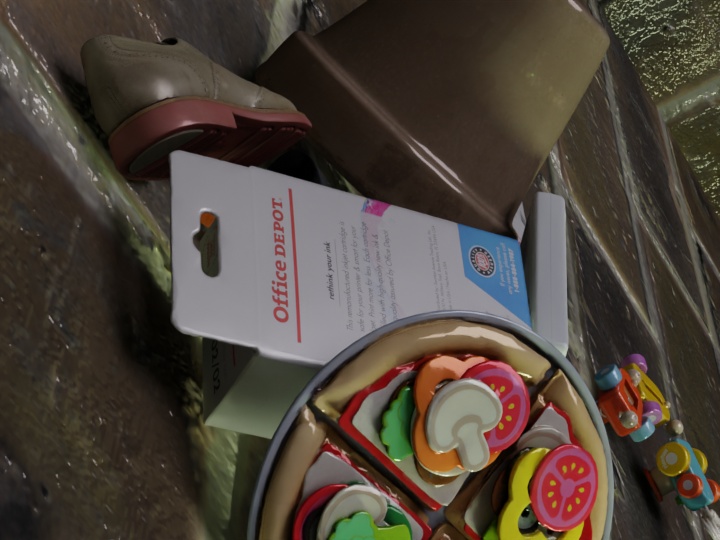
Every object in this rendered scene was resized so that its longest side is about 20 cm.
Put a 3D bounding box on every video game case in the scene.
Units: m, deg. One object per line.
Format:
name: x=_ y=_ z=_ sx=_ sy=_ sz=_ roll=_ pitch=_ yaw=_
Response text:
video game case: x=0.091 y=0.074 z=1.165 sx=0.200 sy=0.023 sz=0.183 roll=-80 pitch=-178 yaw=-64

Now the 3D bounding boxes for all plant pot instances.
plant pot: x=0.060 y=-0.120 z=1.240 sx=0.200 sy=0.175 sz=0.200 roll=42 pitch=8 yaw=-7

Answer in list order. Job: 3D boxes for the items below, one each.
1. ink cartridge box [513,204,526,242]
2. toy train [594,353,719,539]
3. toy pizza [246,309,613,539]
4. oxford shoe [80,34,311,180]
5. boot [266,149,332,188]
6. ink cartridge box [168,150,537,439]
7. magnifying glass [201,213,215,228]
ink cartridge box: x=0.072 y=-0.053 z=1.465 sx=0.116 sy=0.066 sz=0.201 roll=54 pitch=19 yaw=-31
toy train: x=0.253 y=0.158 z=1.743 sx=0.201 sy=0.055 sz=0.150 roll=55 pitch=19 yaw=-17
toy pizza: x=0.041 y=0.119 z=0.922 sx=0.201 sy=0.200 sz=0.032 roll=56 pitch=-17 yaw=-23
oxford shoe: x=-0.083 y=-0.092 z=1.048 sx=0.075 sy=0.070 sz=0.200 roll=61 pitch=15 yaw=9
boot: x=0.000 y=0.001 z=1.189 sx=0.200 sy=0.065 sz=0.166 roll=46 pitch=22 yaw=-37
ink cartridge box: x=-0.015 y=0.024 z=0.975 sx=0.198 sy=0.068 sz=0.116 roll=15 pitch=48 yaw=-23
magnifying glass: x=-0.003 y=0.015 z=1.053 sx=0.199 sy=0.022 sz=0.080 roll=33 pitch=45 yaw=-2
